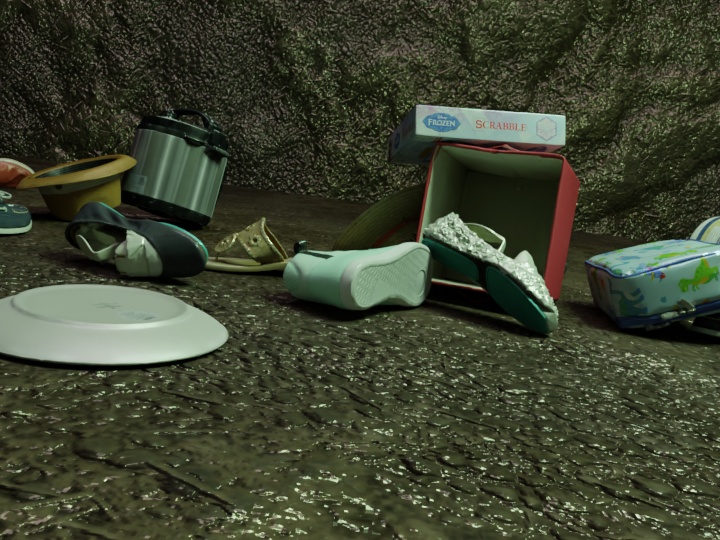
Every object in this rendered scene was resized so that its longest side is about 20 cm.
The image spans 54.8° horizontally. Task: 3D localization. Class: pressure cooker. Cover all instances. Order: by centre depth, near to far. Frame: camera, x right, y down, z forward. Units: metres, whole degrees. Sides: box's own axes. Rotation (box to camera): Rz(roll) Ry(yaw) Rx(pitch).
[{"bbox_3d":[-0.330,-0.195,1.259,0.174,0.203,0.179,15,-2,-12],"label":"pressure cooker"}]

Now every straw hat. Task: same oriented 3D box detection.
[{"bbox_3d":[0.063,-0.034,0.993,0.200,0.201,0.086,-6,58,-56],"label":"straw hat"}]

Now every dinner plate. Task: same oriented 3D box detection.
[{"bbox_3d":[-0.204,0.036,0.550,0.197,0.025,0.200,8,10,-1],"label":"dinner plate"}]

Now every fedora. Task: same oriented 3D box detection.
[{"bbox_3d":[-0.465,-0.135,1.160,0.198,0.083,0.201,-10,21,4],"label":"fedora"}]

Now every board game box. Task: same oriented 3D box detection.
[{"bbox_3d":[0.150,-0.179,0.962,0.196,0.042,0.200,3,-1,-9],"label":"board game box"}]

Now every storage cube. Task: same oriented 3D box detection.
[{"bbox_3d":[0.185,-0.057,0.925,0.169,0.203,0.179,10,3,23],"label":"storage cube"}]

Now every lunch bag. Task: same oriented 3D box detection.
[{"bbox_3d":[0.384,0.011,0.884,0.159,0.084,0.200,-15,5,6],"label":"lunch bag"}]

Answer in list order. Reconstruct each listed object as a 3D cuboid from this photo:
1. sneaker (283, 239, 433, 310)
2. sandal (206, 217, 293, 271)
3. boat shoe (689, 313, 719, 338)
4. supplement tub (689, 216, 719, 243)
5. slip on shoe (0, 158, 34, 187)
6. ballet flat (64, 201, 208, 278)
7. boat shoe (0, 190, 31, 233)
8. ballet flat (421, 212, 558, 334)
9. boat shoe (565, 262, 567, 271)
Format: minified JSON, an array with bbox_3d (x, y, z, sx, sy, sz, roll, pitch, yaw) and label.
[{"bbox_3d":[0.000,0.000,0.789,0.117,0.075,0.199,9,7,33],"label":"sneaker"},{"bbox_3d":[-0.118,-0.033,0.903,0.209,0.071,0.078,7,9,-5],"label":"sandal"},{"bbox_3d":[0.488,0.053,0.891,0.198,0.061,0.075,-1,13,-43],"label":"boat shoe"},{"bbox_3d":[0.689,-0.012,1.204,0.143,0.147,0.200,3,9,-25],"label":"supplement tub"},{"bbox_3d":[-0.804,-0.205,1.495,0.198,0.074,0.062,7,41,-45],"label":"slip on shoe"},{"bbox_3d":[-0.262,-0.025,0.783,0.198,0.074,0.073,19,13,29],"label":"ballet flat"},{"bbox_3d":[-0.501,-0.080,0.913,0.074,0.063,0.200,7,8,9],"label":"boat shoe"},{"bbox_3d":[0.154,-0.009,0.790,0.199,0.072,0.071,38,25,32],"label":"ballet flat"},{"bbox_3d":[0.232,-0.014,1.112,0.198,0.074,0.060,-6,-42,37],"label":"boat shoe"}]
